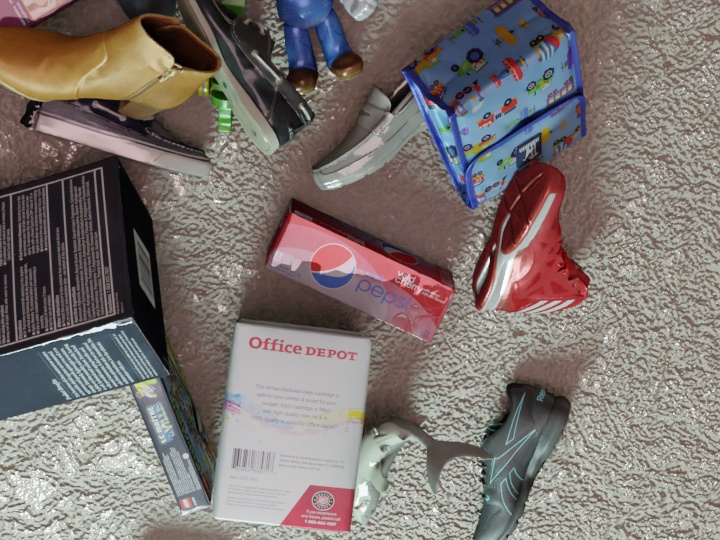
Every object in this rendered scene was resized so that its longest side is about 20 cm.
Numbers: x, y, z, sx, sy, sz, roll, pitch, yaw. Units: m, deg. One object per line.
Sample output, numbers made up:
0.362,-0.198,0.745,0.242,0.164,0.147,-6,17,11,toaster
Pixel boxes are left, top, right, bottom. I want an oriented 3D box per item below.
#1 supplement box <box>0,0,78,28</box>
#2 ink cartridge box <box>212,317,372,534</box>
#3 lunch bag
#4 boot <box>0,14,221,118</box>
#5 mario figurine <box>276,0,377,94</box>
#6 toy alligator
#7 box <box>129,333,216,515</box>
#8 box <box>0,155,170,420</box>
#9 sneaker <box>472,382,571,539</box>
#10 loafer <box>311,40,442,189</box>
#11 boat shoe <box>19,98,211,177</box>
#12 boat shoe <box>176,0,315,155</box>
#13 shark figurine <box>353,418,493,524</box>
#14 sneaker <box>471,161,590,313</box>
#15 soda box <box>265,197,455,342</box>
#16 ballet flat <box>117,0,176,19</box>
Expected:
-0.362,-0.280,1.272,0.198,0.086,0.111,-29,107,6,supplement box
-0.074,0.156,1.365,0.143,0.145,0.203,8,89,-6,ink cartridge box
0.147,-0.158,1.313,0.150,0.094,0.201,-35,143,-5,lunch bag
-0.241,-0.205,1.202,0.199,0.143,0.072,15,65,-32,boot
-0.063,-0.274,1.274,0.123,0.105,0.202,-36,119,-32,mario figurine
-0.132,-0.236,1.313,0.058,0.054,0.203,6,107,-5,toy alligator
-0.207,0.149,1.399,0.034,0.110,0.202,-18,108,3,box
-0.308,0.019,1.296,0.196,0.202,0.124,-14,146,3,box
0.165,0.221,1.467,0.078,0.075,0.202,24,97,2,sneaker
0.026,-0.159,1.338,0.199,0.070,0.070,-37,112,-1,loafer
-0.238,-0.162,1.325,0.198,0.075,0.094,16,89,-19,boat shoe
-0.118,-0.214,1.263,0.067,0.072,0.201,-34,100,-12,boat shoe
0.049,0.191,1.430,0.089,0.214,0.130,-13,76,-37,shark figurine
0.200,-0.030,1.368,0.114,0.079,0.201,8,140,-16,sneaker
0.000,0.000,1.387,0.198,0.064,0.071,25,104,-9,soda box
-0.223,-0.332,1.272,0.072,0.073,0.203,-7,108,0,ballet flat
